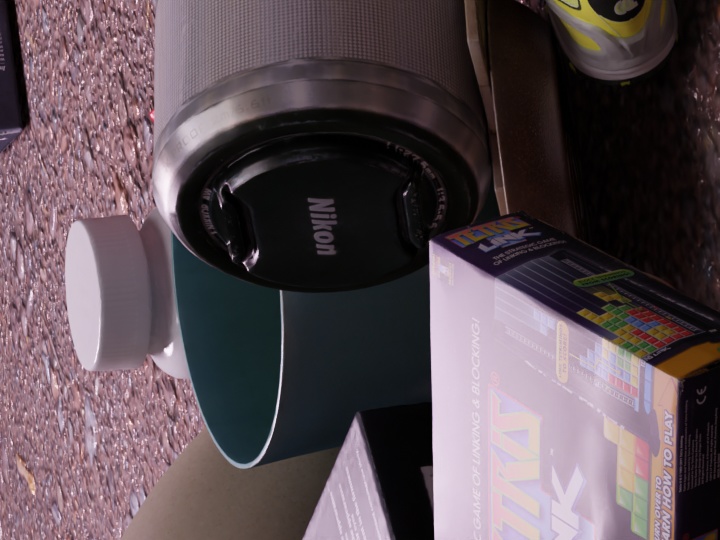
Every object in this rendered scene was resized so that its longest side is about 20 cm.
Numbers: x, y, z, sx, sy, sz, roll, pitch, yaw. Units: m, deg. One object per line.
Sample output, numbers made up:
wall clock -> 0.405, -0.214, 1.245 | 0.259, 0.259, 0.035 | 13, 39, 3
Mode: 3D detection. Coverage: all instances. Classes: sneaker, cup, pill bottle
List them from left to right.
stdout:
pill bottle -> -0.071, 0.008, 1.533 | 0.110, 0.200, 0.110 | 175, 90, -71
cup -> -0.035, 0.146, 1.534 | 0.200, 0.200, 0.143 | 17, 87, 69
sneaker -> 0.097, -0.186, 1.186 | 0.076, 0.075, 0.200 | 73, 172, -68

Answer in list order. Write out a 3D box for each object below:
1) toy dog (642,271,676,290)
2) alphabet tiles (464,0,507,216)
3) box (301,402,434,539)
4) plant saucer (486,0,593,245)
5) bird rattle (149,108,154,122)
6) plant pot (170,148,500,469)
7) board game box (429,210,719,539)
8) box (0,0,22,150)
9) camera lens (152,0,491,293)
toy dog -> 0.169, 0.079, 1.095 | 0.200, 0.096, 0.132 | 57, 147, 24
alphabet tiles -> 0.067, -0.086, 1.238 | 0.200, 0.008, 0.167 | 71, -166, -53
box -> 0.039, 0.182, 1.331 | 0.200, 0.104, 0.148 | 112, 148, -52
plant saucer -> 0.091, -0.037, 1.228 | 0.200, 0.032, 0.201 | -8, -90, -82
bird rattle -> -0.066, -0.061, 1.715 | 0.163, 0.113, 0.200 | -21, 62, 58
plant pot -> 0.000, 0.000, 1.395 | 0.201, 0.161, 0.201 | 174, 90, -70
board game box -> 0.098, 0.096, 1.070 | 0.165, 0.057, 0.200 | 29, 129, 48
box -> -0.414, -0.214, 2.545 | 0.148, 0.104, 0.200 | 151, 112, -68
camera lens -> -0.020, -0.102, 1.233 | 0.160, 0.160, 0.200 | 113, 160, -53
